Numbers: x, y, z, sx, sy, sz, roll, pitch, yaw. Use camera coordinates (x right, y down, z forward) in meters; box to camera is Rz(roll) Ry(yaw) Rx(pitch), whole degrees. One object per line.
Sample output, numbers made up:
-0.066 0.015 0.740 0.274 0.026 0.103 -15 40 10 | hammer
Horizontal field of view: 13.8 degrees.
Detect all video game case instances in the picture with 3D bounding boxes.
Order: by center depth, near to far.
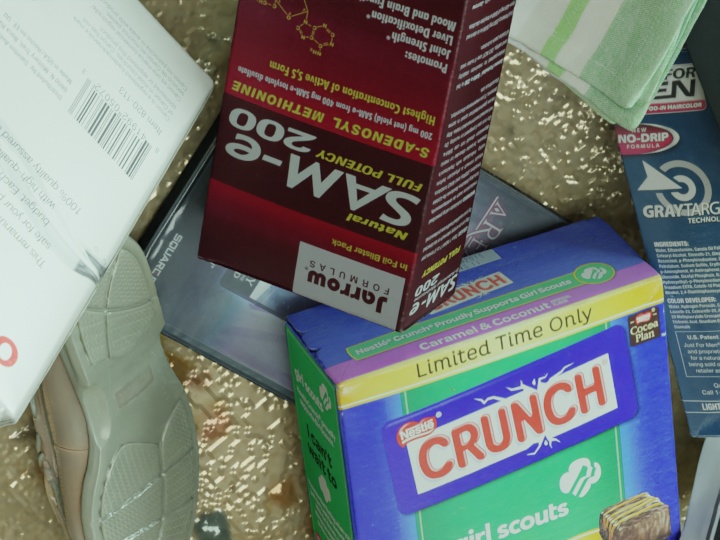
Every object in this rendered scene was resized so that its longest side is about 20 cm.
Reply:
0.000 0.000 1.410 0.200 0.019 0.143 30 99 -23 | video game case

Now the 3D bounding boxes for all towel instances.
0.065 -0.170 1.279 0.200 0.023 0.153 33 122 14 | towel

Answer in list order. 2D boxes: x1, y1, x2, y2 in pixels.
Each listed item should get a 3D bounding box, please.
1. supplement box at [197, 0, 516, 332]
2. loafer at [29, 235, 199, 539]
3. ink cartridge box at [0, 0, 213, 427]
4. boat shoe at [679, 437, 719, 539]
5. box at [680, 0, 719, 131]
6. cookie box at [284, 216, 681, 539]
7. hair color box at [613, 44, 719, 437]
0.001 -0.086 1.295 0.108 0.061 0.201 20 116 20 | supplement box
-0.122 0.061 1.379 0.072 0.063 0.201 -32 131 -35 | loafer
-0.170 -0.049 1.247 0.147 0.083 0.200 47 51 -26 | ink cartridge box
0.191 0.130 1.429 0.066 0.200 0.070 7 140 25 | boat shoe
0.195 -0.141 1.317 0.079 0.141 0.201 -16 103 38 | box
0.061 0.097 1.411 0.170 0.075 0.201 -18 120 -18 | cookie box
0.176 -0.032 1.398 0.060 0.100 0.201 -3 117 30 | hair color box
